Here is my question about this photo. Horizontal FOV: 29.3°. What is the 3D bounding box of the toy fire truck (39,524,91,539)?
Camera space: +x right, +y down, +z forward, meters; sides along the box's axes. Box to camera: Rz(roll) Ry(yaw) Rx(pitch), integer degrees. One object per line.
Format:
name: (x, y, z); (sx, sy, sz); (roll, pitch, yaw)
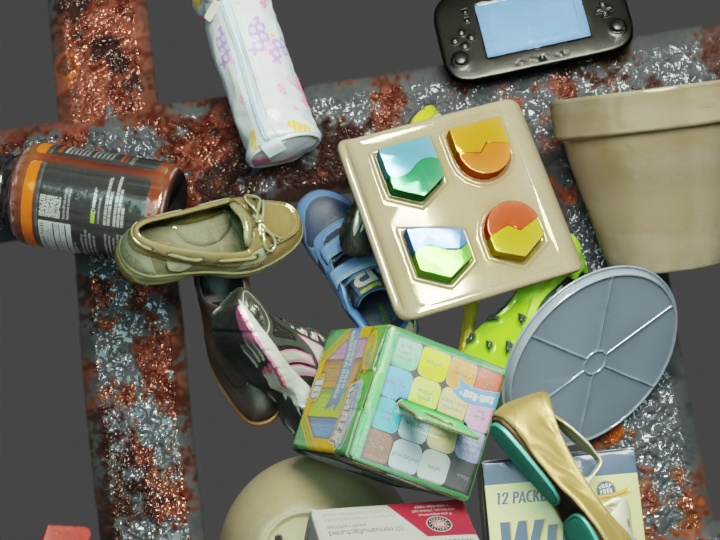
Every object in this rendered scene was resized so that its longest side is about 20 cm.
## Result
toy fire truck: (-0.222, 0.333, 1.319); (0.199, 0.049, 0.142); (19, 42, -17)

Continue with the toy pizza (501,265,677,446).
toy pizza: (0.215, 0.080, 1.308); (0.200, 0.200, 0.032); (-38, 41, -4)

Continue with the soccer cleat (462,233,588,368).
soccer cleat: (0.163, 0.053, 1.341); (0.067, 0.081, 0.200); (17, 66, 45)

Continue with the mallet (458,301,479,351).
mallet: (0.102, 0.032, 1.382); (0.065, 0.041, 0.201); (2, 76, 0)

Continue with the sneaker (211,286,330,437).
sneaker: (-0.065, 0.084, 1.333); (0.080, 0.200, 0.086); (5, 48, 45)

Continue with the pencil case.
pencil case: (-0.107, -0.206, 1.408); (0.083, 0.091, 0.201); (-19, 80, -1)

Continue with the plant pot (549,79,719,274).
plant pot: (0.291, -0.090, 1.327); (0.199, 0.200, 0.175); (-8, 95, 2)

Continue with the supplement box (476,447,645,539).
supplement box: (0.182, 0.268, 1.249); (0.133, 0.200, 0.201); (-6, 79, 2)

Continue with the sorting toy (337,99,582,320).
sorting toy: (0.096, -0.063, 1.296); (0.199, 0.036, 0.186); (-14, 74, -18)

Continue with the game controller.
game controller: (0.178, -0.255, 1.425); (0.199, 0.042, 0.105); (-12, 79, 0)

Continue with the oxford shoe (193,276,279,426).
oxford shoe: (-0.129, 0.058, 1.369); (0.071, 0.073, 0.201); (-20, 79, -1)

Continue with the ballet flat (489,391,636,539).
ballet flat: (0.185, 0.186, 1.131); (0.063, 0.069, 0.200); (-31, 80, -17)

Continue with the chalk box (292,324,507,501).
chalk box: (0.040, 0.124, 1.224); (0.124, 0.200, 0.124); (23, 77, -19)

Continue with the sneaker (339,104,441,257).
sneaker: (0.051, -0.082, 1.359); (0.084, 0.075, 0.200); (33, 58, 1)

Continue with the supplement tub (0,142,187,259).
supplement tub: (-0.281, -0.070, 1.385); (0.199, 0.107, 0.108); (10, 80, 5)

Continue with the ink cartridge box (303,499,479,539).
ink cartridge box: (0.043, 0.290, 1.132); (0.144, 0.200, 0.084); (-1, 124, -18)

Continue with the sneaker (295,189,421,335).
sneaker: (0.000, 0.000, 1.369); (0.074, 0.082, 0.201); (-32, 77, -2)

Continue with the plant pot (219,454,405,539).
plant pot: (-0.045, 0.270, 1.296); (0.199, 0.134, 0.202); (-1, 79, 3)

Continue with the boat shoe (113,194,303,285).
boat shoe: (-0.136, -0.035, 1.321); (0.200, 0.063, 0.074); (-8, 67, -32)
